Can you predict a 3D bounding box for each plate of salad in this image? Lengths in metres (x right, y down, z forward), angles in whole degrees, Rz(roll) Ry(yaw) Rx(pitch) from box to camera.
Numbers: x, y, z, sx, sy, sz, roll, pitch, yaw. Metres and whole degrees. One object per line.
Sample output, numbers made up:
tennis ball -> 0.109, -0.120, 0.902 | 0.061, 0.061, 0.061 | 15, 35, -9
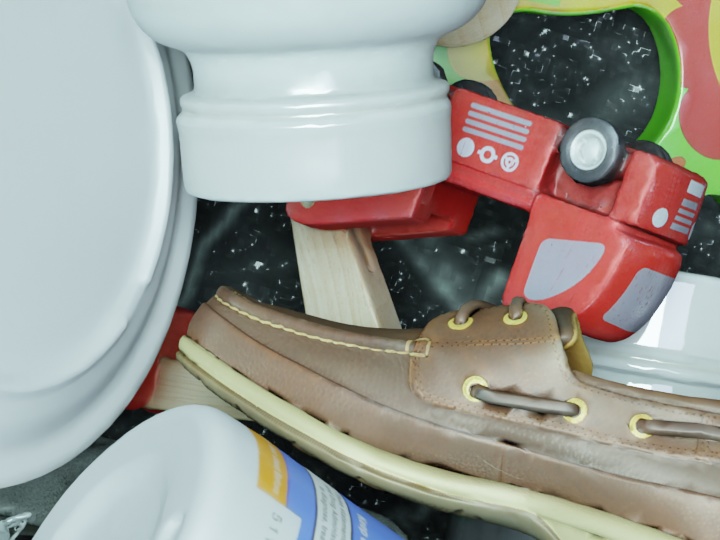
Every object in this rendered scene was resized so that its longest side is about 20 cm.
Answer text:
plate of salad -> -0.116, -0.037, 0.878 | 0.048, 0.200, 0.201 | 0, 89, 35

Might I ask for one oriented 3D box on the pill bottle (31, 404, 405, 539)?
pill bottle -> -0.001, 0.135, 0.859 | 0.200, 0.112, 0.112 | 37, 86, -21

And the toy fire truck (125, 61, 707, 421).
toy fire truck -> 0.000, 0.000, 0.962 | 0.200, 0.049, 0.141 | 22, 93, 27

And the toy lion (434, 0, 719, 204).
toy lion -> 0.126, -0.088, 1.030 | 0.200, 0.069, 0.192 | -37, 101, -5

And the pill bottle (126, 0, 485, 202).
pill bottle -> -0.018, -0.124, 0.885 | 0.110, 0.111, 0.201 | -4, 98, -6

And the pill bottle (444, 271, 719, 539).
pill bottle -> 0.082, 0.100, 0.992 | 0.113, 0.113, 0.201 | 9, 88, -6

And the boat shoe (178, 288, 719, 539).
boat shoe -> 0.044, 0.041, 0.884 | 0.200, 0.072, 0.068 | 20, 90, 16

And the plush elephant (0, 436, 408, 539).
plush elephant -> -0.076, 0.126, 0.968 | 0.155, 0.164, 0.201 | -32, 131, -40

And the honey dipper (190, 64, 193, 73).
honey dipper -> -0.117, -0.071, 0.941 | 0.038, 0.200, 0.038 | 6, 100, 32
